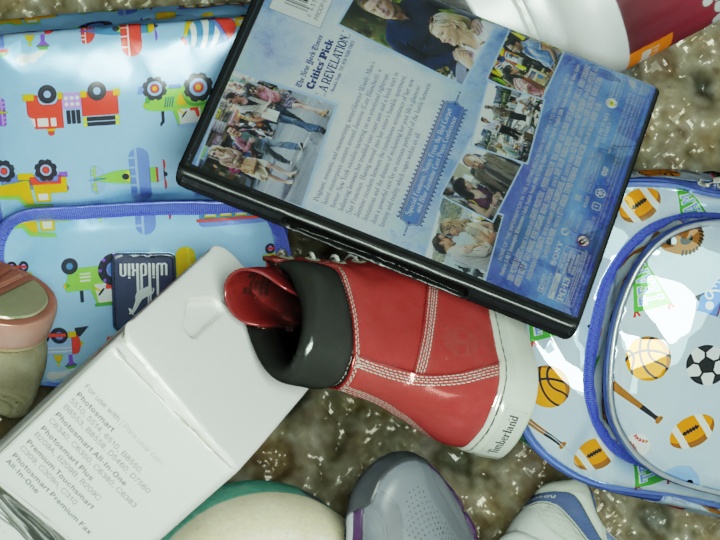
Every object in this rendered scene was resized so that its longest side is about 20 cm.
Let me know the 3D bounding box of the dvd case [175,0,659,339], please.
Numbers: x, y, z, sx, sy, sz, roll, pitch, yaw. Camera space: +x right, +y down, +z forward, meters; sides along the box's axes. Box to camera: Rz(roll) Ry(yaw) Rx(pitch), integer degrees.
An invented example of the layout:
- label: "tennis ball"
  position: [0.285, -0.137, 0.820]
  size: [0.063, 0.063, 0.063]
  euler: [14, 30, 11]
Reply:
- label: "dvd case"
  position: [0.029, -0.064, 1.234]
  size: [0.200, 0.018, 0.143]
  euler: [22, 62, 0]

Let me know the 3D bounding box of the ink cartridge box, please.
- label: "ink cartridge box"
  position: [-0.126, 0.096, 1.233]
  size: [0.200, 0.146, 0.084]
  euler: [-41, 93, 25]

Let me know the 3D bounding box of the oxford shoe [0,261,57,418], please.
- label: "oxford shoe"
  position: [-0.246, 0.018, 1.290]
  size: [0.200, 0.071, 0.074]
  euler: [22, 122, 19]

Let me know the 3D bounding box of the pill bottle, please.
- label: "pill bottle"
  position: [0.140, -0.168, 1.324]
  size: [0.200, 0.113, 0.113]
  euler: [-28, 91, -5]

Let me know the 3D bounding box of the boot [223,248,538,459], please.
- label: "boot"
  position: [0.000, 0.000, 1.260]
  size: [0.144, 0.200, 0.072]
  euler: [19, 118, -19]

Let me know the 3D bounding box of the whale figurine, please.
- label: "whale figurine"
  position: [-0.029, 0.183, 1.315]
  size: [0.200, 0.104, 0.159]
  euler: [33, 95, -27]

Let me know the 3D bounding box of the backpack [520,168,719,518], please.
- label: "backpack"
  position: [0.160, 0.037, 1.302]
  size: [0.190, 0.154, 0.200]
  euler: [9, 88, -2]

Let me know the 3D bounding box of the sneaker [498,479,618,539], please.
- label: "sneaker"
  position: [0.151, 0.188, 1.333]
  size: [0.200, 0.075, 0.088]
  euler: [47, 50, -19]

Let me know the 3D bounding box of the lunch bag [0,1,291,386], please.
- label: "lunch bag"
  position: [-0.113, -0.028, 1.318]
  size: [0.150, 0.094, 0.200]
  euler: [-5, 102, -4]

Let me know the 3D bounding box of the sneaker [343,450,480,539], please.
- label: "sneaker"
  position: [0.057, 0.179, 1.253]
  size: [0.074, 0.087, 0.200]
  euler: [-32, 118, -31]
